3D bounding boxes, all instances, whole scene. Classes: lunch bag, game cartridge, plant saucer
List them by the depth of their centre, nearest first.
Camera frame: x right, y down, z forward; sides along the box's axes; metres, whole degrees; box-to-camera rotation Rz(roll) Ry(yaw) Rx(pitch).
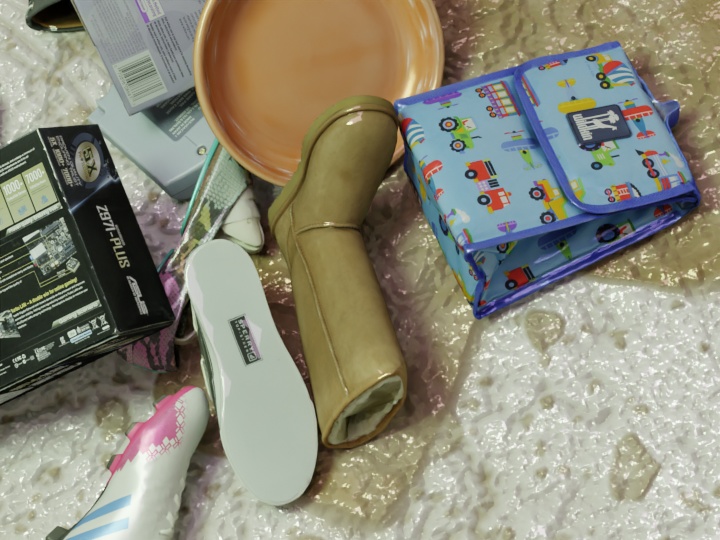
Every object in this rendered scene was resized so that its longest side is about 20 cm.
[{"bbox_3d":[0.145,-0.078,1.676,0.199,0.094,0.151,-21,56,-6],"label":"lunch bag"},{"bbox_3d":[-0.034,-0.161,1.734,0.200,0.200,0.037,-46,21,-8],"label":"plant saucer"},{"bbox_3d":[-0.109,-0.154,1.828,0.200,0.042,0.133,-45,62,-7],"label":"game cartridge"}]

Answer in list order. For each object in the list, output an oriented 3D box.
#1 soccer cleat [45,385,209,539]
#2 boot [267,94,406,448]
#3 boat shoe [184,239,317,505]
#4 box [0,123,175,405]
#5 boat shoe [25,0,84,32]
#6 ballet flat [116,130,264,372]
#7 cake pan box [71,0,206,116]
[{"bbox_3d":[-0.158,0.180,1.655,0.086,0.070,0.200,35,82,17],"label":"soccer cleat"},{"bbox_3d":[0.000,0.000,1.650,0.066,0.175,0.200,2,52,-24],"label":"boot"},{"bbox_3d":[-0.080,0.076,1.673,0.070,0.064,0.201,-14,81,-7],"label":"boat shoe"},{"bbox_3d":[-0.263,0.005,1.698,0.200,0.086,0.164,-26,84,26],"label":"box"},{"bbox_3d":[-0.198,-0.222,1.866,0.200,0.072,0.068,7,69,41],"label":"boat shoe"},{"bbox_3d":[-0.118,-0.011,1.742,0.071,0.069,0.200,25,79,6],"label":"ballet flat"},{"bbox_3d":[-0.133,-0.234,1.740,0.184,0.200,0.052,-25,35,0],"label":"cake pan box"}]
